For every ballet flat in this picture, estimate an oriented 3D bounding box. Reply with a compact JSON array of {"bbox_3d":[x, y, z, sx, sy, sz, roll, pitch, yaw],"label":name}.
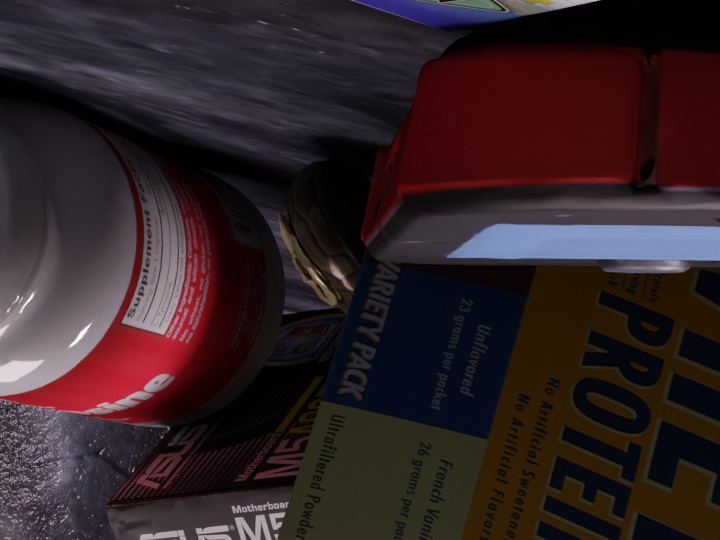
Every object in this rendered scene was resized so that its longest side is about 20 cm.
[{"bbox_3d":[0.000,0.000,0.821,0.046,0.068,0.200,-26,174,8],"label":"ballet flat"}]

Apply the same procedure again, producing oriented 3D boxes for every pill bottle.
[{"bbox_3d":[-0.118,-0.003,0.856,0.112,0.113,0.200,12,176,25],"label":"pill bottle"}]

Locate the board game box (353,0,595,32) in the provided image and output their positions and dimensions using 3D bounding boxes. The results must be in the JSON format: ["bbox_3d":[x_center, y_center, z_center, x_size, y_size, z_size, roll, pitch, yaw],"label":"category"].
[{"bbox_3d":[-0.049,-0.072,0.245,0.199,0.029,0.135,15,175,-20],"label":"board game box"}]

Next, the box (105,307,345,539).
[{"bbox_3d":[0.005,0.066,0.934,0.160,0.044,0.200,-7,-162,21],"label":"box"}]

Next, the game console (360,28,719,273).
[{"bbox_3d":[0.091,-0.012,0.411,0.176,0.031,0.200,5,178,-2],"label":"game console"}]

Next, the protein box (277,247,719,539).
[{"bbox_3d":[0.100,0.073,0.697,0.199,0.135,0.199,13,161,12],"label":"protein box"}]
